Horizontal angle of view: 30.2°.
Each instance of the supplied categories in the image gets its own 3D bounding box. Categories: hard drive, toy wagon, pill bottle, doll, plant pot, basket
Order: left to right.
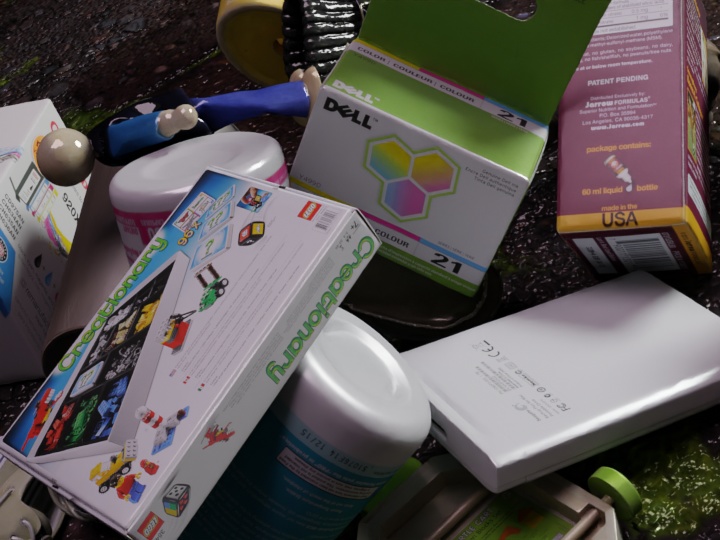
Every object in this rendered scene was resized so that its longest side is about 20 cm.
[{"bbox_3d":[-0.159,0.003,1.002,0.135,0.181,0.201,13,49,-4],"label":"basket"},{"bbox_3d":[-0.125,-0.101,0.921,0.199,0.049,0.136,-15,9,-14],"label":"doll"},{"bbox_3d":[-0.084,0.022,0.866,0.113,0.201,0.113,-11,21,4],"label":"pill bottle"},{"bbox_3d":[-0.059,0.121,0.763,0.200,0.110,0.111,-50,29,20],"label":"pill bottle"},{"bbox_3d":[-0.048,-0.281,1.291,0.200,0.201,0.190,1,57,30],"label":"plant pot"},{"bbox_3d":[0.059,0.153,0.768,0.155,0.040,0.200,-38,37,-22],"label":"toy wagon"},{"bbox_3d":[0.131,0.061,0.811,0.199,0.026,0.132,-17,31,-23],"label":"hard drive"}]

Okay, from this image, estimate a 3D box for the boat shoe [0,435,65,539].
[{"bbox_3d":[-0.236,0.173,0.878,0.062,0.072,0.201,-15,32,15],"label":"boat shoe"}]

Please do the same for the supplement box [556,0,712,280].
[{"bbox_3d":[0.186,-0.106,0.900,0.085,0.110,0.201,-4,72,22],"label":"supplement box"}]

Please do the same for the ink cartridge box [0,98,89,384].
[{"bbox_3d":[-0.319,-0.021,1.117,0.144,0.148,0.201,-9,37,18],"label":"ink cartridge box"}]

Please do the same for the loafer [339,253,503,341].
[{"bbox_3d":[0.000,0.000,0.927,0.199,0.070,0.076,11,82,9],"label":"loafer"}]

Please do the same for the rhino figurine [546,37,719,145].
[{"bbox_3d":[0.186,-0.129,1.018,0.199,0.087,0.060,-15,66,11],"label":"rhino figurine"}]

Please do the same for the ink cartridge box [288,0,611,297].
[{"bbox_3d":[0.049,-0.104,0.845,0.147,0.201,0.076,25,41,3],"label":"ink cartridge box"}]

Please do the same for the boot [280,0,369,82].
[{"bbox_3d":[0.005,-0.248,1.179,0.157,0.079,0.213,-4,76,-16],"label":"boot"}]

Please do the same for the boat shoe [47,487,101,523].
[{"bbox_3d":[-0.165,0.118,0.826,0.071,0.200,0.064,38,55,6],"label":"boat shoe"}]

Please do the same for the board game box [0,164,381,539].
[{"bbox_3d":[-0.092,0.040,0.706,0.126,0.035,0.200,19,67,44],"label":"board game box"}]
